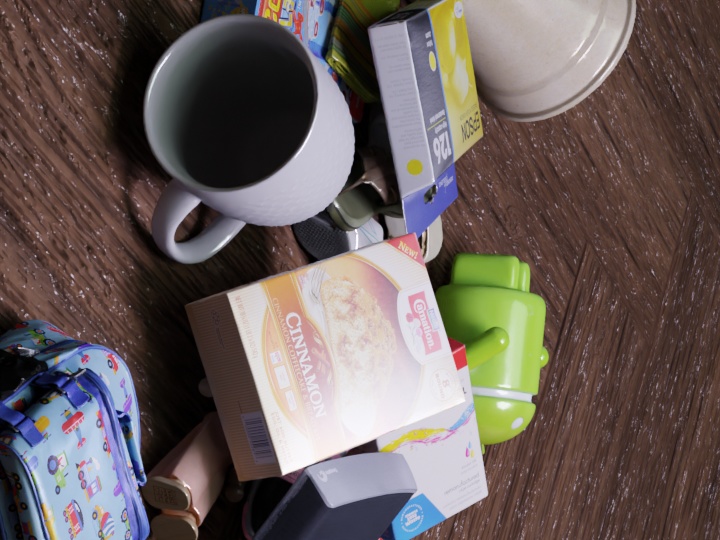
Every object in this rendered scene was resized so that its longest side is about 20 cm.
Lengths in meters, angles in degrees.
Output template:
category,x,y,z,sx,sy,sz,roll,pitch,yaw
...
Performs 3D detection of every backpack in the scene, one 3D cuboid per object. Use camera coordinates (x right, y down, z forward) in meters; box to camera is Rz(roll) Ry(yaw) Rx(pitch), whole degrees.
category,x,y,z,sx,sy,sz,roll,pitch,yaw
backpack,-0.221,0.133,1.393,0.200,0.134,0.183,-40,126,-55

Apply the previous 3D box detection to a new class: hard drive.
category,x,y,z,sx,sy,sz,roll,pitch,yaw
hard drive,-0.026,0.217,1.661,0.135,0.042,0.200,-53,160,13

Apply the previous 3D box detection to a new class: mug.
category,x,y,z,sx,sy,sz,roll,pitch,yaw
mug,-0.095,-0.090,1.602,0.200,0.148,0.175,-51,160,-1

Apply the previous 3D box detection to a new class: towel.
category,x,y,z,sx,sy,sz,roll,pitch,yaw
towel,0.014,-0.258,1.774,0.086,0.018,0.201,42,56,-54

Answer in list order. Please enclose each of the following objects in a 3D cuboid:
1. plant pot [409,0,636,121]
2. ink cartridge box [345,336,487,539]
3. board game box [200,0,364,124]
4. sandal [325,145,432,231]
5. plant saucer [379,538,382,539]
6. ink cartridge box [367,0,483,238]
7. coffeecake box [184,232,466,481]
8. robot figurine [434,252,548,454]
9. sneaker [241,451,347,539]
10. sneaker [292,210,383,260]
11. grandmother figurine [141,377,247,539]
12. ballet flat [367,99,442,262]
category,x,y,z,sx,sy,sz,roll,pitch,yaw
plant pot,0.141,-0.278,1.960,0.183,0.200,0.201,32,64,-43
ink cartridge box,0.041,0.134,1.794,0.116,0.067,0.201,-25,117,-31
board game box,-0.054,-0.253,1.730,0.196,0.056,0.201,27,69,-58
sandal,0.012,-0.085,1.769,0.080,0.057,0.201,59,29,10
plant saucer,-0.034,0.301,1.819,0.200,0.037,0.200,2,90,-61
ink cartridge box,0.068,-0.144,1.797,0.198,0.047,0.201,-46,125,-67
coffeecake box,-0.026,0.070,1.633,0.200,0.073,0.154,-19,92,-36
robot figurine,0.126,0.085,2.000,0.175,0.115,0.201,25,70,-70
sneaker,-0.045,0.152,1.691,0.082,0.070,0.201,-8,118,-82
sneaker,0.000,0.000,1.826,0.080,0.070,0.201,-51,133,-50
grandmother figurine,-0.117,0.136,1.651,0.200,0.060,0.122,-54,151,-49
ballet flat,0.040,-0.095,1.892,0.069,0.069,0.201,-40,125,-52
